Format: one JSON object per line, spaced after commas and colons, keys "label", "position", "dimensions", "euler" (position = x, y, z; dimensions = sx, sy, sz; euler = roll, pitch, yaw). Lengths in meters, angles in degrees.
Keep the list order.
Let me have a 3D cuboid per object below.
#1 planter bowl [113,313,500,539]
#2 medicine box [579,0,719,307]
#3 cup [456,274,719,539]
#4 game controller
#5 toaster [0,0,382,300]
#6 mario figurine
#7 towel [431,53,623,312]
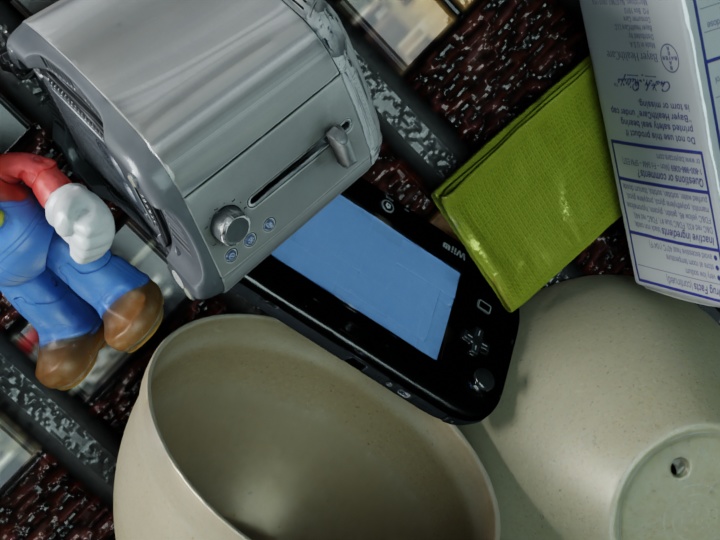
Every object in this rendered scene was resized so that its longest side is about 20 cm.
{"label": "planter bowl", "position": [-0.045, 0.139, 1.028], "dimensions": [0.200, 0.200, 0.135], "euler": [20, 121, -19]}
{"label": "medicine box", "position": [0.230, -0.103, 1.073], "dimensions": [0.182, 0.103, 0.201], "euler": [-18, 105, -22]}
{"label": "cup", "position": [0.155, 0.114, 1.092], "dimensions": [0.200, 0.143, 0.201], "euler": [-3, 102, -15]}
{"label": "game controller", "position": [0.000, 0.000, 1.057], "dimensions": [0.200, 0.042, 0.105], "euler": [33, 58, -19]}
{"label": "toaster", "position": [-0.082, -0.087, 0.974], "dimensions": [0.129, 0.200, 0.114], "euler": [-35, 135, -14]}
{"label": "mario figurine", "position": [-0.197, -0.017, 0.984], "dimensions": [0.123, 0.106, 0.200], "euler": [-45, 111, -1]}
{"label": "towel", "position": [0.135, -0.071, 1.097], "dimensions": [0.200, 0.018, 0.086], "euler": [-41, 109, -15]}
